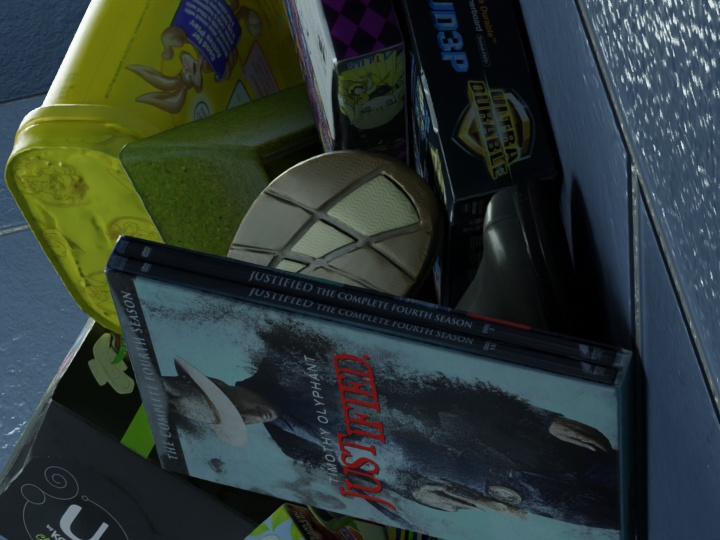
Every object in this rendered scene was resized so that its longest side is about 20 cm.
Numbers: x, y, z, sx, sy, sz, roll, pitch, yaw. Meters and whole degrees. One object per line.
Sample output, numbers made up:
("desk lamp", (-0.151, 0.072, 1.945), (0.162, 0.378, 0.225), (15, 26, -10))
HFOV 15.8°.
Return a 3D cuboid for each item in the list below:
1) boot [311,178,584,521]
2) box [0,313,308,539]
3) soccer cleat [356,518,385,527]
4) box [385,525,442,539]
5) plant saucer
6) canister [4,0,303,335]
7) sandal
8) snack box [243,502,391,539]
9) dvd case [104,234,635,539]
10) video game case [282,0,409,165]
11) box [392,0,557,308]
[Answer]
("boot", (0.025, 0.045, 1.048), (0.201, 0.130, 0.068), (82, -178, -54))
("box", (-0.087, 0.072, 1.393), (0.124, 0.148, 0.200), (-54, 7, 44))
("soccer cleat", (0.037, 0.145, 1.469), (0.200, 0.068, 0.086), (40, -154, -39))
("box", (0.054, 0.118, 1.328), (0.070, 0.064, 0.200), (37, -163, -25))
("plant saucer", (0.000, 0.000, 1.244), (0.199, 0.048, 0.201), (-26, -93, -58))
("canister", (-0.091, -0.087, 1.313), (0.149, 0.086, 0.201), (65, -145, -45))
("sandal", (-0.022, 0.016, 1.120), (0.080, 0.054, 0.200), (49, 133, 16))
("snack box", (0.028, 0.194, 1.292), (0.143, 0.053, 0.200), (56, -164, 26))
("dvd case", (0.007, 0.055, 0.994), (0.146, 0.199, 0.022), (82, -154, -54))
("video game case", (-0.017, -0.137, 1.158), (0.182, 0.036, 0.201), (86, 170, -65))
("box", (0.041, -0.075, 1.130), (0.200, 0.046, 0.160), (86, 172, -72))
